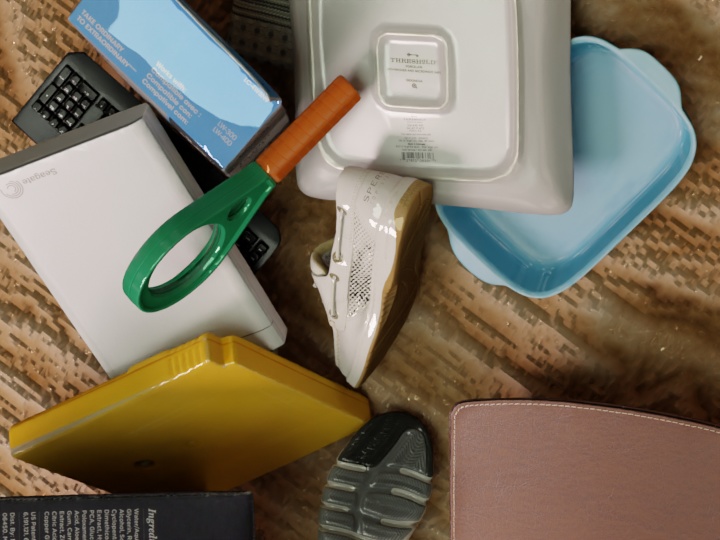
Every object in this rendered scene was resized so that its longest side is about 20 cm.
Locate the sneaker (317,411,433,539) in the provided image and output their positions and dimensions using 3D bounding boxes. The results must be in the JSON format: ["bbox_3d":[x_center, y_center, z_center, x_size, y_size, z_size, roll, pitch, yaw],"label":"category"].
[{"bbox_3d":[-0.004,0.202,1.452,0.075,0.115,0.200,19,81,-3],"label":"sneaker"}]

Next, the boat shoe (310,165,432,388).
[{"bbox_3d":[0.000,0.000,1.352,0.069,0.071,0.200,25,138,12],"label":"boat shoe"}]

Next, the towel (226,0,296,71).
[{"bbox_3d":[0.015,-0.209,1.311,0.200,0.035,0.193,18,113,17],"label":"towel"}]

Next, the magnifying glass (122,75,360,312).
[{"bbox_3d":[-0.077,-0.050,1.278,0.200,0.080,0.022,-44,70,-1],"label":"magnifying glass"}]

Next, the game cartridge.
[{"bbox_3d":[-0.122,0.112,1.422,0.200,0.176,0.032,-27,56,27],"label":"game cartridge"}]

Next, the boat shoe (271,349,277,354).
[{"bbox_3d":[-0.130,-0.001,1.427,0.075,0.062,0.200,-23,101,26],"label":"boat shoe"}]

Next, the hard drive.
[{"bbox_3d":[-0.154,-0.009,1.343,0.132,0.027,0.200,-19,121,19],"label":"hard drive"}]

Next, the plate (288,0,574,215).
[{"bbox_3d":[0.039,-0.134,1.287,0.199,0.032,0.200,5,110,21],"label":"plate"}]

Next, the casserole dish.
[{"bbox_3d":[0.138,-0.071,1.308,0.121,0.039,0.200,43,120,1],"label":"casserole dish"}]

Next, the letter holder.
[{"bbox_3d":[0.169,0.140,1.344,0.200,0.101,0.142,5,110,20],"label":"letter holder"}]

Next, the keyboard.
[{"bbox_3d":[-0.159,-0.052,1.367,0.200,0.040,0.104,42,108,2],"label":"keyboard"}]

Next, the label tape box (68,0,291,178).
[{"bbox_3d":[-0.119,-0.133,1.292,0.143,0.200,0.066,44,91,1],"label":"label tape box"}]

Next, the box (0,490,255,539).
[{"bbox_3d":[-0.185,0.215,1.376,0.200,0.197,0.118,-1,83,-12],"label":"box"}]
